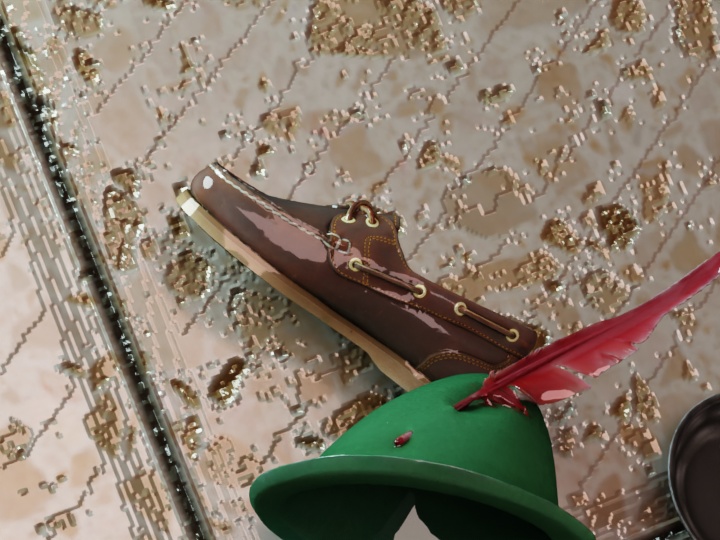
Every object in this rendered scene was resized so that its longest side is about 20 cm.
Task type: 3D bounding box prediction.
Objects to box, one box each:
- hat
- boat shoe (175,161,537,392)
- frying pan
[{"bbox_3d":[0.056,0.057,1.267,0.200,0.166,0.176,19,64,-18],"label":"hat"},{"bbox_3d":[0.000,0.000,1.305,0.200,0.070,0.070,36,99,-10],"label":"boat shoe"},{"bbox_3d":[0.223,0.089,1.365,0.115,0.031,0.190,22,56,-10],"label":"frying pan"}]
